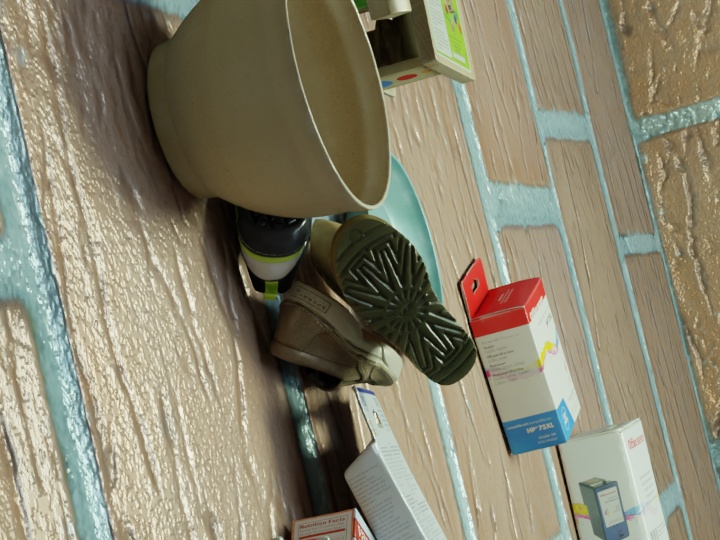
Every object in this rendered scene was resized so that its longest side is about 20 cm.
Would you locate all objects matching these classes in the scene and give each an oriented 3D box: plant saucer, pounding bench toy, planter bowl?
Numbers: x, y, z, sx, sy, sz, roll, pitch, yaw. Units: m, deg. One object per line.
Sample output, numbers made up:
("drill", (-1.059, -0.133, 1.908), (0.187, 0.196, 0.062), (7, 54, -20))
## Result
("plant saucer", (0.028, -0.013, 1.877), (0.200, 0.036, 0.202), (-15, 90, -73))
("pounding bench toy", (-0.012, -0.215, 1.707), (0.200, 0.155, 0.126), (8, 70, -71))
("planter bowl", (-0.074, -0.126, 1.481), (0.200, 0.134, 0.202), (-15, 90, -73))

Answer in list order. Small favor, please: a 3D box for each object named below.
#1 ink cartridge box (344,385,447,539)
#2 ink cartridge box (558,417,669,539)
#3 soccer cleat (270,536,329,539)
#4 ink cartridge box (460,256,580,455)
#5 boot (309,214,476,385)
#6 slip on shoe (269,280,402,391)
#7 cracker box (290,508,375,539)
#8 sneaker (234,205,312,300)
("ink cartridge box", (0.031, 0.193, 1.620), (0.201, 0.040, 0.200), (64, 2, 7))
("ink cartridge box", (0.315, 0.290, 2.448), (0.145, 0.087, 0.202), (-5, 83, -73))
("soccer cleat", (-0.059, 0.249, 1.359), (0.200, 0.068, 0.086), (-55, 137, -64))
("ink cartridge box", (0.176, 0.085, 2.208), (0.116, 0.067, 0.202), (-50, 124, -69))
("boot", (0.000, 0.000, 1.621), (0.176, 0.066, 0.200), (56, -7, -29))
("slip on shoe", (-0.022, 0.068, 1.626), (0.061, 0.076, 0.200), (-60, 161, -7))
("cracker box", (-0.008, 0.297, 1.482), (0.201, 0.057, 0.134), (-86, 156, -44))
("sneaker", (-0.070, -0.057, 1.591), (0.201, 0.071, 0.083), (-83, 177, -48))
